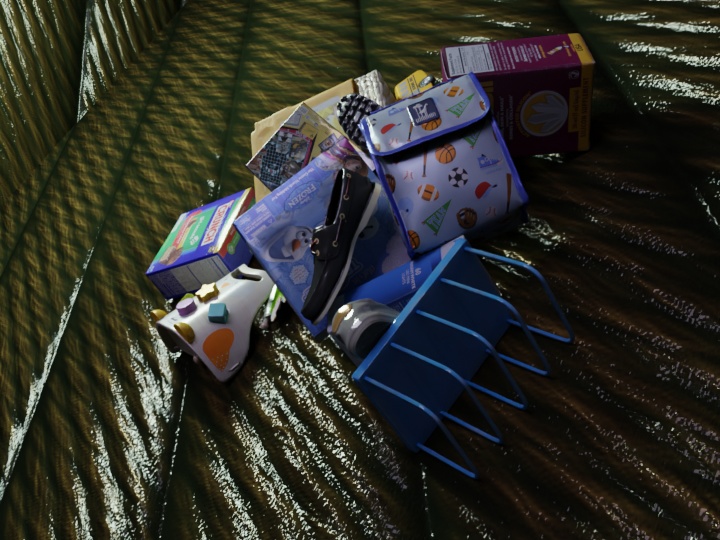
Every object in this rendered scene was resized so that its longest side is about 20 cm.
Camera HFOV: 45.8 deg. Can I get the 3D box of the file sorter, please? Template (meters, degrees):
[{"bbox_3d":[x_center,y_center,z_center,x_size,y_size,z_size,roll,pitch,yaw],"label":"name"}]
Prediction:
[{"bbox_3d":[0.117,0.096,0.914,0.201,0.140,0.122,-50,36,-17],"label":"file sorter"}]

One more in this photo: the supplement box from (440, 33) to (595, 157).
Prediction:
[{"bbox_3d":[0.213,-0.237,1.174,0.194,0.133,0.104,-6,37,4],"label":"supplement box"}]

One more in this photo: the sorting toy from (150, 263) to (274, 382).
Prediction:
[{"bbox_3d":[-0.226,0.060,1.367,0.180,0.108,0.198,-44,31,-22],"label":"sorting toy"}]

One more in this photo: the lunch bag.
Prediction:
[{"bbox_3d":[0.102,-0.132,1.072,0.166,0.124,0.204,-20,76,4],"label":"lunch bag"}]

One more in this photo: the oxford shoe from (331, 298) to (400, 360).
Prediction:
[{"bbox_3d":[0.033,0.075,0.979,0.057,0.199,0.076,35,97,34],"label":"oxford shoe"}]

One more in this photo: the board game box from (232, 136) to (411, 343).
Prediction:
[{"bbox_3d":[-0.039,-0.044,1.153,0.199,0.043,0.200,-37,75,-6],"label":"board game box"}]

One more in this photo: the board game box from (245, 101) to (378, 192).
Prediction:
[{"bbox_3d":[-0.069,-0.148,1.266,0.136,0.035,0.200,-46,54,0],"label":"board game box"}]

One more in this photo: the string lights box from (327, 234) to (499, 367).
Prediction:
[{"bbox_3d":[0.067,0.050,1.057,0.197,0.103,0.060,-26,36,20],"label":"string lights box"}]

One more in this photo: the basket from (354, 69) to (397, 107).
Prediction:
[{"bbox_3d":[0.013,-0.230,1.441,0.122,0.136,0.202,-28,34,13],"label":"basket"}]

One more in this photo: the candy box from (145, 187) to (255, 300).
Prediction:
[{"bbox_3d":[-0.279,-0.047,1.575,0.196,0.077,0.171,-14,39,34],"label":"candy box"}]

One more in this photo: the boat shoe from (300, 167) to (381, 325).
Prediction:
[{"bbox_3d":[-0.037,-0.031,1.080,0.205,0.062,0.073,-70,16,-14],"label":"boat shoe"}]

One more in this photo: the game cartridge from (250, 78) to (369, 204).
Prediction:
[{"bbox_3d":[-0.082,-0.189,1.335,0.196,0.032,0.180,-19,61,19],"label":"game cartridge"}]

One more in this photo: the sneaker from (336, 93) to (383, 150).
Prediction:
[{"bbox_3d":[0.047,-0.191,1.256,0.199,0.090,0.067,36,98,24],"label":"sneaker"}]

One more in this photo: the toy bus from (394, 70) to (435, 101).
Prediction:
[{"bbox_3d":[0.113,-0.271,1.453,0.077,0.065,0.202,-30,32,14],"label":"toy bus"}]

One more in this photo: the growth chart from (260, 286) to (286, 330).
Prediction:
[{"bbox_3d":[-0.102,-0.012,1.323,0.202,0.017,0.146,-57,15,30],"label":"growth chart"}]
